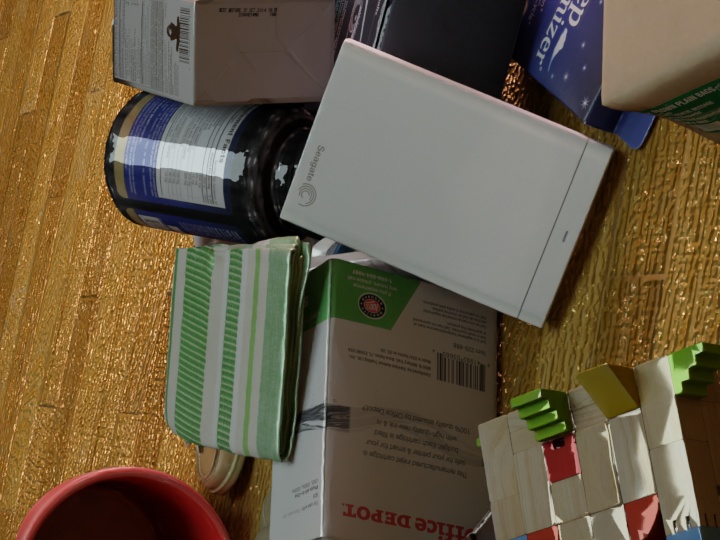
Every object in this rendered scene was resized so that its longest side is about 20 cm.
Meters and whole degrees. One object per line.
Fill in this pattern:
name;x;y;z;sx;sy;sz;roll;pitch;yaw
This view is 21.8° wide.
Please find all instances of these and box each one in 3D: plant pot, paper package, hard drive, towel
plant pot;-0.224;0.265;1.653;0.177;0.199;0.203;180;103;-70
paper package;0.240;-0.195;1.097;0.199;0.103;0.193;-24;56;55
hard drive;0.058;-0.060;1.284;0.027;0.198;0.133;-38;-30;-76
towel;-0.092;0.054;1.353;0.199;0.023;0.154;-1;84;60

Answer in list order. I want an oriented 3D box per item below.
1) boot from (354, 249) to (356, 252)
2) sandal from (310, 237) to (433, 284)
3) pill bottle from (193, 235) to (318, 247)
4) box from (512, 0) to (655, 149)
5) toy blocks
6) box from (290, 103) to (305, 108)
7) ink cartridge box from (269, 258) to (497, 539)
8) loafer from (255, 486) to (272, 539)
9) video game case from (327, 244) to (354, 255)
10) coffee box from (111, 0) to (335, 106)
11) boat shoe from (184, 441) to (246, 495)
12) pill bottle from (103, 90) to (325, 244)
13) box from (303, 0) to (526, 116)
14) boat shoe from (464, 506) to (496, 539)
boot;-0.048;0.034;1.460;0.073;0.154;0.202;38;-121;-77
sandal;-0.002;-0.004;1.381;0.200;0.083;0.050;-2;61;15
pill bottle;-0.091;-0.106;1.611;0.112;0.111;0.202;-42;43;46
box;0.164;-0.178;1.304;0.122;0.032;0.200;-66;30;18
toy blocks;0.151;0.140;1.118;0.199;0.099;0.138;-25;65;40
box;-0.028;-0.252;1.547;0.158;0.050;0.202;-56;-22;-64
ink cartridge box;0.017;0.111;1.311;0.084;0.145;0.202;-30;51;52
loafer;-0.027;0.172;1.438;0.200;0.075;0.068;-31;57;53
video game case;-0.031;-0.088;1.632;0.144;0.018;0.201;-61;31;27
coffee box;-0.110;-0.177;1.445;0.200;0.113;0.081;-156;65;-64
boat shoe;-0.137;0.104;1.685;0.073;0.062;0.202;-40;45;46
pill bottle;-0.093;-0.077;1.453;0.198;0.112;0.113;10;85;33
box;0.040;-0.174;1.406;0.200;0.103;0.150;-158;83;-76
boat shoe;0.080;0.215;1.230;0.201;0.070;0.070;-65;29;15
